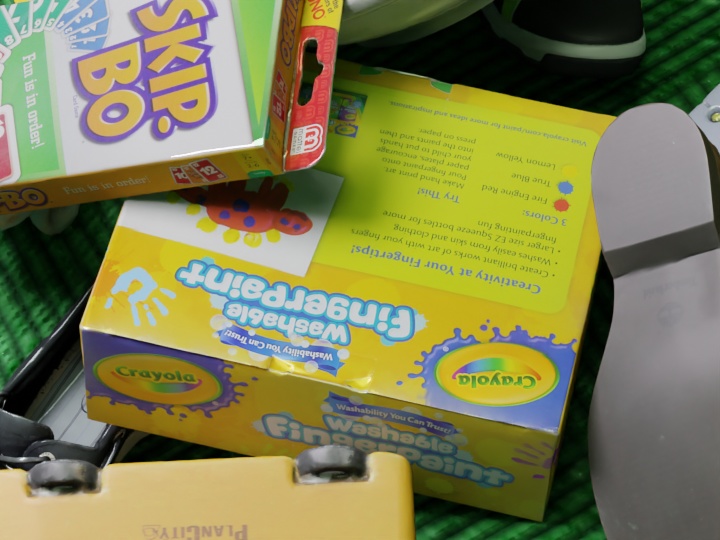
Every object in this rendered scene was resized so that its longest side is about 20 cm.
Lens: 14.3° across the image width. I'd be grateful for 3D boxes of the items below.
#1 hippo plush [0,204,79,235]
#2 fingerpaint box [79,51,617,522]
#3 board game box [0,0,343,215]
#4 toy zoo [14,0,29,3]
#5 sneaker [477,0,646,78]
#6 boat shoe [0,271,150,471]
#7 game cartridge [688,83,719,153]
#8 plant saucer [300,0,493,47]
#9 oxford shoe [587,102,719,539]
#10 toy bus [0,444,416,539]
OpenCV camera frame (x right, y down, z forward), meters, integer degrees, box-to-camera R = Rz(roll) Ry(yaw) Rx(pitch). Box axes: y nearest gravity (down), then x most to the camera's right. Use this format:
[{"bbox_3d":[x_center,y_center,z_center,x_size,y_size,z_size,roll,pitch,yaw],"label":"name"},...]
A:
[{"bbox_3d":[-0.211,-0.048,1.335,0.160,0.160,0.200,10,11,5],"label":"hippo plush"},{"bbox_3d":[0.000,0.000,1.207,0.199,0.073,0.167,12,55,6],"label":"fingerpaint box"},{"bbox_3d":[-0.104,-0.075,1.198,0.199,0.030,0.096,-6,58,20],"label":"board game box"},{"bbox_3d":[-0.106,-0.135,1.361,0.131,0.021,0.200,6,34,-27],"label":"toy zoo"},{"bbox_3d":[0.085,-0.174,1.333,0.071,0.083,0.200,-4,46,-16],"label":"sneaker"},{"bbox_3d":[-0.136,0.071,1.231,0.074,0.066,0.199,25,63,36],"label":"boat shoe"},{"bbox_3d":[0.230,-0.064,1.237,0.200,0.041,0.133,-33,53,-9],"label":"game cartridge"},{"bbox_3d":[0.030,-0.149,1.273,0.199,0.050,0.200,-27,24,13],"label":"plant saucer"},{"bbox_3d":[0.136,0.037,1.161,0.071,0.071,0.201,-7,72,28],"label":"oxford shoe"},{"bbox_3d":[-0.077,0.115,1.147,0.199,0.078,0.065,-3,70,1],"label":"toy bus"}]
